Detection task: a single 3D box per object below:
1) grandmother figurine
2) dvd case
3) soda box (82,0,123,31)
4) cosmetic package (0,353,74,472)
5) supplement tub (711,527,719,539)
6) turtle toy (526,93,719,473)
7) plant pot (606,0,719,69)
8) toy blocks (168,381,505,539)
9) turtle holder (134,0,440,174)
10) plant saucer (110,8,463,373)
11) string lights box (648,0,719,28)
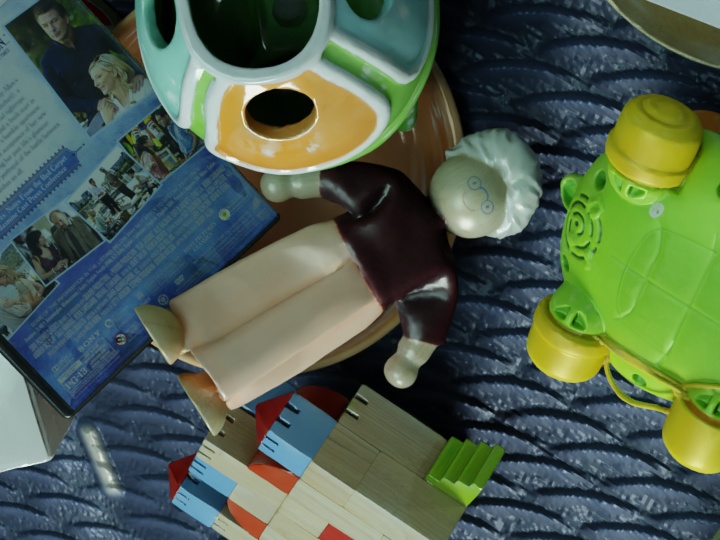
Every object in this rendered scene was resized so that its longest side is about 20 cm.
[{"bbox_3d":[0.000,0.000,1.022,0.121,0.200,0.061,59,175,-22],"label":"grandmother figurine"},{"bbox_3d":[-0.156,-0.049,1.028,0.143,0.018,0.200,-43,97,-5],"label":"dvd case"},{"bbox_3d":[-0.142,-0.090,1.152,0.200,0.064,0.068,41,126,13],"label":"soda box"},{"bbox_3d":[-0.203,0.040,1.146,0.107,0.200,0.085,-13,103,8],"label":"cosmetic package"},{"bbox_3d":[0.218,0.122,0.859,0.145,0.145,0.200,37,113,16],"label":"supplement tub"},{"bbox_3d":[0.174,0.008,0.959,0.200,0.101,0.146,33,126,18],"label":"turtle toy"},{"bbox_3d":[0.173,-0.184,0.929,0.199,0.027,0.201,12,115,29],"label":"plant pot"},{"bbox_3d":[-0.024,0.107,1.107,0.136,0.100,0.200,34,151,1],"label":"toy blocks"},{"bbox_3d":[-0.031,-0.137,0.966,0.140,0.132,0.186,18,94,8],"label":"turtle holder"},{"bbox_3d":[-0.048,-0.049,1.069,0.199,0.037,0.201,0,97,-3],"label":"plant saucer"},{"bbox_3d":[0.155,-0.150,0.811,0.103,0.200,0.059,26,121,23],"label":"string lights box"}]
